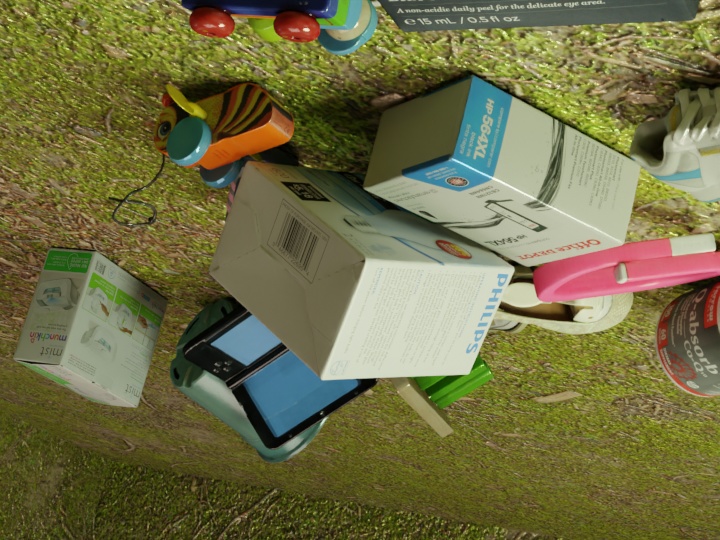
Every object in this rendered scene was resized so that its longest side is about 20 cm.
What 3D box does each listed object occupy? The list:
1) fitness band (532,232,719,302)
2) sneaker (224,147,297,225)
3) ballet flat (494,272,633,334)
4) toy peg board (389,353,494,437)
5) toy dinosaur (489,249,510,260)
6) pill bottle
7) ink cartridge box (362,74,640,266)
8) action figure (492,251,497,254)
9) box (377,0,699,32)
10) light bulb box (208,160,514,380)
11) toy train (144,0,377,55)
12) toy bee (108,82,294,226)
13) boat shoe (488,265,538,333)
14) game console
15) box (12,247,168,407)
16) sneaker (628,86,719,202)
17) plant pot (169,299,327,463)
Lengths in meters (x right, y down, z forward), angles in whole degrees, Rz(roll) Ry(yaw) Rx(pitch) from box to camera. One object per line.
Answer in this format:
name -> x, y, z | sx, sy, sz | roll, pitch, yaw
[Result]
fitness band -> 0.267, 0.001, 1.325 | 0.199, 0.038, 0.144 | -6, 170, -19
sneaker -> -0.110, -0.070, 1.449 | 0.070, 0.082, 0.200 | 15, 162, -1
ballet flat -> 0.204, 0.033, 1.420 | 0.199, 0.068, 0.062 | 0, 176, -16
toy peg board -> 0.072, 0.072, 1.648 | 0.098, 0.200, 0.200 | -31, 151, 5
toy dinosaur -> 0.187, -0.029, 1.414 | 0.199, 0.059, 0.101 | 1, 179, 1
pill bottle -> 0.394, 0.058, 1.381 | 0.115, 0.116, 0.200 | 18, 161, -12
ink cartridge box -> 0.127, -0.083, 1.216 | 0.199, 0.085, 0.146 | 24, 161, -26
action figure -> 0.049, -0.018, 1.487 | 0.199, 0.118, 0.055 | 19, 141, 15
box -> 0.076, -0.234, 0.752 | 0.196, 0.118, 0.200 | 3, 158, 32
light bulb box -> 0.000, 0.000, 1.285 | 0.199, 0.125, 0.198 | 2, -152, -44
toy train -> -0.092, -0.209, 1.037 | 0.199, 0.085, 0.116 | 7, 174, 23
toy bee -> -0.160, -0.137, 1.296 | 0.199, 0.109, 0.131 | -14, 149, 6
boat shoe -> 0.147, 0.034, 1.572 | 0.068, 0.075, 0.200 | 13, 164, -13
game console -> -0.109, 0.126, 1.840 | 0.200, 0.117, 0.176 | -34, 141, 15
box -> -0.391, 0.087, 1.997 | 0.096, 0.177, 0.200 | 5, 161, 28
sneaker -> 0.282, -0.107, 1.040 | 0.080, 0.077, 0.200 | 21, 159, -14
plant pot -> -0.164, 0.152, 2.021 | 0.196, 0.201, 0.200 | 35, 155, -28
